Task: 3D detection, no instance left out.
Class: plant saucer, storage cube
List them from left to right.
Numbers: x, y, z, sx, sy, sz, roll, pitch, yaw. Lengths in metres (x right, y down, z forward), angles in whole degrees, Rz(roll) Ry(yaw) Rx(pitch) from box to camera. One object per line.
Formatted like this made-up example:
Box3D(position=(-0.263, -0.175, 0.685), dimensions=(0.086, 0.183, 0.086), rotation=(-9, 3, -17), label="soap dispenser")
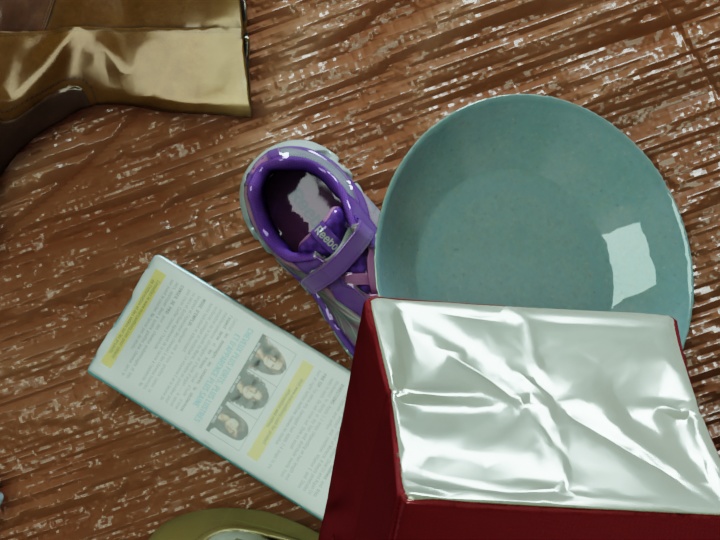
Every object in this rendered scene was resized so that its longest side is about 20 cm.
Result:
Box3D(position=(0.078, 0.138, 1.232), dimensions=(0.199, 0.171, 0.181), rotation=(5, 124, -10), label="storage cube")
Box3D(position=(0.093, 0.003, 1.349), dimensions=(0.200, 0.039, 0.202), rotation=(4, 79, -22), label="plant saucer")

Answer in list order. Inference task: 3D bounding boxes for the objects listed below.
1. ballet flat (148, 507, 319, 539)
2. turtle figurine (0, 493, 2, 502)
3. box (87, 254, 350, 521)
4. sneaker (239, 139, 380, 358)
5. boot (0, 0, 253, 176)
Box3D(position=(-0.035, 0.178, 1.362), dimensions=(0.199, 0.063, 0.069), rotation=(10, 89, 13), label="ballet flat")
Box3D(position=(-0.243, 0.183, 1.380), dimensions=(0.199, 0.150, 0.101), rotation=(18, 129, 11), label="turtle figurine")
Box3D(position=(-0.053, 0.076, 1.390), dimensions=(0.199, 0.049, 0.083), rotation=(31, 89, 14), label="box")
Box3D(position=(0.000, 0.000, 1.372), dimensions=(0.080, 0.088, 0.200), rotation=(-45, 78, -1), label="sneaker")
Box3D(position=(-0.163, -0.097, 1.447), dimensions=(0.199, 0.069, 0.190), rotation=(0, 73, 4), label="boot")
